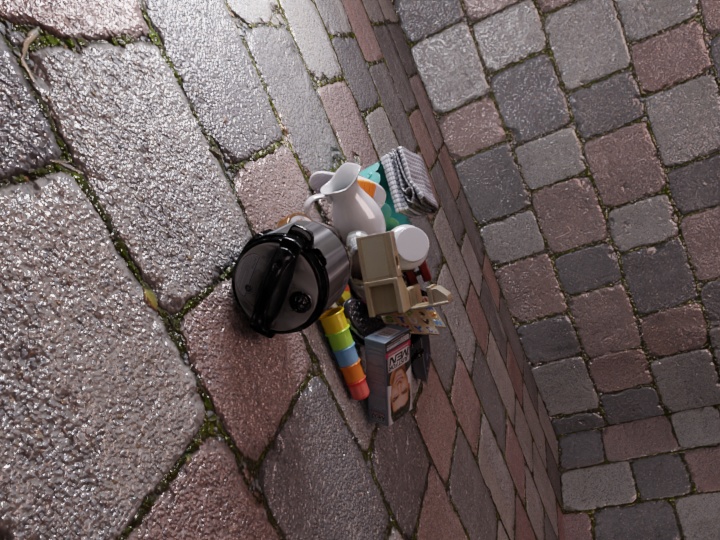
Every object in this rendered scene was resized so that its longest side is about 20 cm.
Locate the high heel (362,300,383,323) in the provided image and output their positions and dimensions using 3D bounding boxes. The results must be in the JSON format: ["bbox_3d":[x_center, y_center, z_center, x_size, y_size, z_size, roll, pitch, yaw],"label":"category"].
[{"bbox_3d":[0.056,0.106,1.476,0.200,0.095,0.068,37,40,-56],"label":"high heel"}]

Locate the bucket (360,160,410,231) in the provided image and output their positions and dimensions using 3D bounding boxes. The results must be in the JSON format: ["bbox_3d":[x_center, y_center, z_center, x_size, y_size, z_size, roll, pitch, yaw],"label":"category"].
[{"bbox_3d":[0.037,-0.181,1.606,0.207,0.134,0.208,50,30,-42],"label":"bucket"}]

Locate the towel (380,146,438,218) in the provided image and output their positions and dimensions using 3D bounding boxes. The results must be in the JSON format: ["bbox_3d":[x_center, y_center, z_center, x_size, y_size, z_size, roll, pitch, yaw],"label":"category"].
[{"bbox_3d":[0.138,-0.237,1.598,0.200,0.085,0.167,7,66,-68],"label":"towel"}]

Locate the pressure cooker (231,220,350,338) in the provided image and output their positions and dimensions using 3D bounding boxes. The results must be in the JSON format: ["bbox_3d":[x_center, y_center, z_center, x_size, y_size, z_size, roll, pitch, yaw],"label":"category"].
[{"bbox_3d":[-0.120,0.010,1.011,0.200,0.177,0.177,-45,117,-67],"label":"pressure cooker"}]

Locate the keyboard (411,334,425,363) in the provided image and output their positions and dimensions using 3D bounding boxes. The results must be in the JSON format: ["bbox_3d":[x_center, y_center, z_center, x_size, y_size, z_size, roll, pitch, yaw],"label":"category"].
[{"bbox_3d":[0.140,0.184,1.564,0.200,0.020,0.128,116,-28,-65],"label":"keyboard"}]

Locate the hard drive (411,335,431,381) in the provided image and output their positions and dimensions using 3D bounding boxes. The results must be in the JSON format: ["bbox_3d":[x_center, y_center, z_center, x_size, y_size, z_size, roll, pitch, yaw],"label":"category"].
[{"bbox_3d":[0.171,0.203,1.699,0.135,0.042,0.201,-66,150,-60],"label":"hard drive"}]

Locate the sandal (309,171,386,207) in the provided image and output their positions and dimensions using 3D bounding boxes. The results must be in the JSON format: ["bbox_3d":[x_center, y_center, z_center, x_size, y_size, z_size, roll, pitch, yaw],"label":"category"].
[{"bbox_3d":[-0.030,-0.212,1.460,0.205,0.079,0.059,16,32,-24],"label":"sandal"}]

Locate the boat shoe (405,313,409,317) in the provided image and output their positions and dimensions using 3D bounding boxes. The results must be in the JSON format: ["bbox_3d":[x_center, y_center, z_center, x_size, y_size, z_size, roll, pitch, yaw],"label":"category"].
[{"bbox_3d":[0.091,0.209,1.459,0.076,0.071,0.201,56,52,-63],"label":"boat shoe"}]

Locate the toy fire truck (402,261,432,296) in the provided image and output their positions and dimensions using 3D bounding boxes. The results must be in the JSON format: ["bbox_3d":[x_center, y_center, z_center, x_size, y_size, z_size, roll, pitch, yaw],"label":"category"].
[{"bbox_3d":[0.163,0.043,1.796,0.168,0.111,0.201,-99,167,-76],"label":"toy fire truck"}]

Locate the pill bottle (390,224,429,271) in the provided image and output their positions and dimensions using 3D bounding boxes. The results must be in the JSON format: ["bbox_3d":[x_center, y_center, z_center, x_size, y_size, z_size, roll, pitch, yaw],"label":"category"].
[{"bbox_3d":[0.105,-0.053,1.467,0.200,0.110,0.112,149,-77,-80],"label":"pill bottle"}]

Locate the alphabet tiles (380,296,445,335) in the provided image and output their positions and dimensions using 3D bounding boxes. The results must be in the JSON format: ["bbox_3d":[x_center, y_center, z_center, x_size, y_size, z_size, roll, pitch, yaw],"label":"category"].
[{"bbox_3d":[0.116,0.097,1.468,0.200,0.165,0.006,-117,-142,-55],"label":"alphabet tiles"}]

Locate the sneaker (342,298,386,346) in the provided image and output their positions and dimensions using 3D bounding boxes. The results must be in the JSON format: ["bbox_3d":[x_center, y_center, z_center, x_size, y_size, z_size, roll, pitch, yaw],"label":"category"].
[{"bbox_3d":[0.000,0.135,1.346,0.200,0.082,0.072,49,48,-42],"label":"sneaker"}]

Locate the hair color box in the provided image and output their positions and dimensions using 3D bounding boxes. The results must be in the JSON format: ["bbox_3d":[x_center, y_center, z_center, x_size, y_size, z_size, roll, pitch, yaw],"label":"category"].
[{"bbox_3d":[0.065,0.233,1.324,0.099,0.060,0.202,-22,115,-48],"label":"hair color box"}]

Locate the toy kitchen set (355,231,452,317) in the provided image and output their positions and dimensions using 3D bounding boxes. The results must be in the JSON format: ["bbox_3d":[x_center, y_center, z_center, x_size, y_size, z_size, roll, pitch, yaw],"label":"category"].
[{"bbox_3d":[0.109,-0.001,1.337,0.200,0.162,0.182,-13,93,-73],"label":"toy kitchen set"}]

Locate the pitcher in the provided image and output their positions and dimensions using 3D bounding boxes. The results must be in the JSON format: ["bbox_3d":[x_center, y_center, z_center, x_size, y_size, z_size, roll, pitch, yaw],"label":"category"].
[{"bbox_3d":[-0.035,-0.125,1.400,0.121,0.171,0.201,37,-21,52],"label":"pitcher"}]

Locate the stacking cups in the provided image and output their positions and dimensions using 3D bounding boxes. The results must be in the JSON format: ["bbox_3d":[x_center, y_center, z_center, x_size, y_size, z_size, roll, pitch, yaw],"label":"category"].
[{"bbox_3d":[-0.026,0.179,1.263,0.201,0.060,0.061,67,22,-10],"label":"stacking cups"}]

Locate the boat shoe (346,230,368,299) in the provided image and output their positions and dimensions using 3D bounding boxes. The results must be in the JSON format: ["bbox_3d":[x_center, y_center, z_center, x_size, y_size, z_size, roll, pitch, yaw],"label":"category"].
[{"bbox_3d":[0.002,-0.001,1.403,0.065,0.074,0.203,-91,178,-46],"label":"boat shoe"}]

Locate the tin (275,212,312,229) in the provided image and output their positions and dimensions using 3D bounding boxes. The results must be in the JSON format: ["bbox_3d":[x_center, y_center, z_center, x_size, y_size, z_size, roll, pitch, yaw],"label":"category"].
[{"bbox_3d":[-0.102,-0.027,1.225,0.201,0.042,0.112,61,30,-5],"label":"tin"}]

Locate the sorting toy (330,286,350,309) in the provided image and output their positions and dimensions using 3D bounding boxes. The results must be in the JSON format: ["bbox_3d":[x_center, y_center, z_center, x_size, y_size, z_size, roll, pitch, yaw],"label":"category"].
[{"bbox_3d":[-0.071,-0.002,1.333,0.200,0.036,0.186,39,39,-55],"label":"sorting toy"}]
